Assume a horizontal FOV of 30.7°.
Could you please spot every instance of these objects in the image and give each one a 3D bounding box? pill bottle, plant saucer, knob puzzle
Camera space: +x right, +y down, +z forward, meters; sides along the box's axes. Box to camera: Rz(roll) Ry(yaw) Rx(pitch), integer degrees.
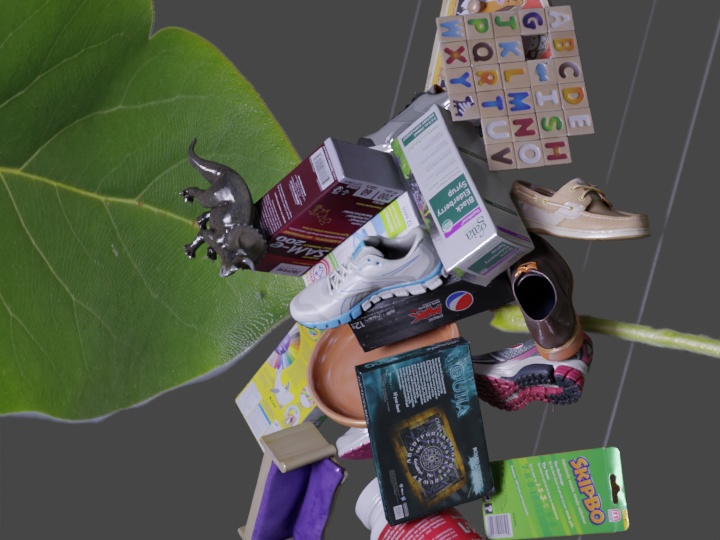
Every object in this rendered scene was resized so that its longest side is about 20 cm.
[{"bbox_3d":[0.085,0.337,1.593,0.200,0.112,0.112,45,114,35],"label":"pill bottle"},{"bbox_3d":[0.032,0.115,1.617,0.200,0.037,0.200,-14,46,15],"label":"plant saucer"},{"bbox_3d":[0.166,-0.287,1.647,0.220,0.030,0.220,-6,81,41],"label":"knob puzzle"}]

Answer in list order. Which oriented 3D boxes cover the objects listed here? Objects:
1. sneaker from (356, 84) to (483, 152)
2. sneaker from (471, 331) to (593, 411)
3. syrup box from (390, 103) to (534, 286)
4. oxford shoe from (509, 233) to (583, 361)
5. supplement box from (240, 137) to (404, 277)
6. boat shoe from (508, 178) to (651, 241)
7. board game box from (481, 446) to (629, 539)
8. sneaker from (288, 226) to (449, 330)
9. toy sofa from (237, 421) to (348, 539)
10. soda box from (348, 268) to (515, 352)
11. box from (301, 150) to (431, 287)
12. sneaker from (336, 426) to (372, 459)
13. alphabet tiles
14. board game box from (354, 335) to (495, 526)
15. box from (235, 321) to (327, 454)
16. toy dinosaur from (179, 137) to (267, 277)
[{"bbox_3d":[0.079,-0.190,1.681,0.200,0.074,0.079,-15,83,37],"label":"sneaker"},{"bbox_3d":[0.195,0.117,1.554,0.200,0.081,0.075,-8,46,48],"label":"sneaker"},{"bbox_3d":[0.117,-0.088,1.535,0.079,0.081,0.200,-39,54,27],"label":"syrup box"},{"bbox_3d":[0.206,0.011,1.513,0.071,0.073,0.200,-27,39,11],"label":"oxford shoe"},{"bbox_3d":[-0.057,-0.072,1.581,0.200,0.109,0.061,-38,59,33],"label":"supplement box"},{"bbox_3d":[0.247,-0.073,1.521,0.200,0.074,0.069,9,97,43],"label":"boat shoe"},{"bbox_3d":[0.226,0.262,1.532,0.200,0.030,0.096,-16,76,43],"label":"board game box"},{"bbox_3d":[0.000,0.000,1.549,0.200,0.087,0.075,-24,44,8],"label":"sneaker"},{"bbox_3d":[-0.092,0.306,1.733,0.098,0.083,0.200,49,138,36],"label":"toy sofa"},{"bbox_3d":[0.081,0.027,1.596,0.200,0.071,0.063,-19,43,9],"label":"soda box"},{"bbox_3d":[0.020,-0.044,1.650,0.200,0.101,0.113,-36,61,33],"label":"box"},{"bbox_3d":[0.040,0.170,1.683,0.200,0.081,0.088,-42,55,23],"label":"sneaker"},{"bbox_3d":[0.186,-0.216,1.557,0.008,0.167,0.200,109,154,-74],"label":"alphabet tiles"},{"bbox_3d":[0.077,0.188,1.528,0.028,0.135,0.200,-138,35,-68],"label":"board game box"},{"bbox_3d":[-0.083,0.156,1.811,0.200,0.048,0.117,-52,55,28],"label":"box"},{"bbox_3d":[-0.160,-0.068,1.568,0.102,0.077,0.200,-20,63,27],"label":"toy dinosaur"}]
